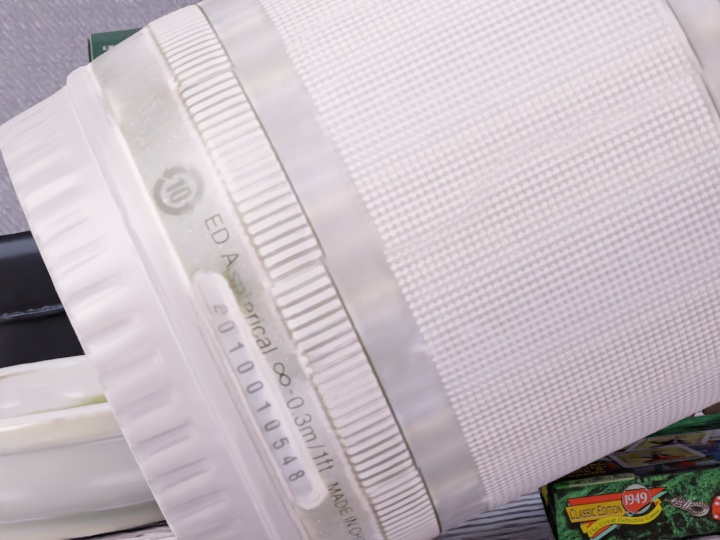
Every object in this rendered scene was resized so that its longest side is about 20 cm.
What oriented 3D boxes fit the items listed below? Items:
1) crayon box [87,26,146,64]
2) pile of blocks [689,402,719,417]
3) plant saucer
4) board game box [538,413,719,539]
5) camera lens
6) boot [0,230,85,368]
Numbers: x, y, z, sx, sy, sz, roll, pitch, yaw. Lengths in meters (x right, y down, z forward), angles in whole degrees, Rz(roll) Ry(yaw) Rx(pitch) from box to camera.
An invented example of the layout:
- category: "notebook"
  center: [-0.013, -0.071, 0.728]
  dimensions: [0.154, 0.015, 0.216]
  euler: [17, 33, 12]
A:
- category: "crayon box"
  center: [-0.063, -0.032, 1.141]
  dimensions: [0.126, 0.200, 0.052]
  euler: [-8, 35, -4]
- category: "pile of blocks"
  center: [0.122, 0.023, 0.802]
  dimensions: [0.200, 0.062, 0.082]
  euler: [-5, 45, -1]
- category: "plant saucer"
  center: [-0.101, 0.063, 0.805]
  dimensions: [0.200, 0.050, 0.200]
  euler: [-8, 5, 1]
- category: "board game box"
  center: [0.153, 0.052, 0.659]
  dimensions: [0.200, 0.023, 0.105]
  euler: [-8, 1, 1]
- category: "camera lens"
  center: [0.022, -0.016, 0.615]
  dimensions: [0.200, 0.160, 0.160]
  euler: [-25, 4, -4]
- category: "boot"
  center: [-0.174, -0.007, 1.056]
  dimensions: [0.168, 0.200, 0.076]
  euler: [-11, -19, -20]
